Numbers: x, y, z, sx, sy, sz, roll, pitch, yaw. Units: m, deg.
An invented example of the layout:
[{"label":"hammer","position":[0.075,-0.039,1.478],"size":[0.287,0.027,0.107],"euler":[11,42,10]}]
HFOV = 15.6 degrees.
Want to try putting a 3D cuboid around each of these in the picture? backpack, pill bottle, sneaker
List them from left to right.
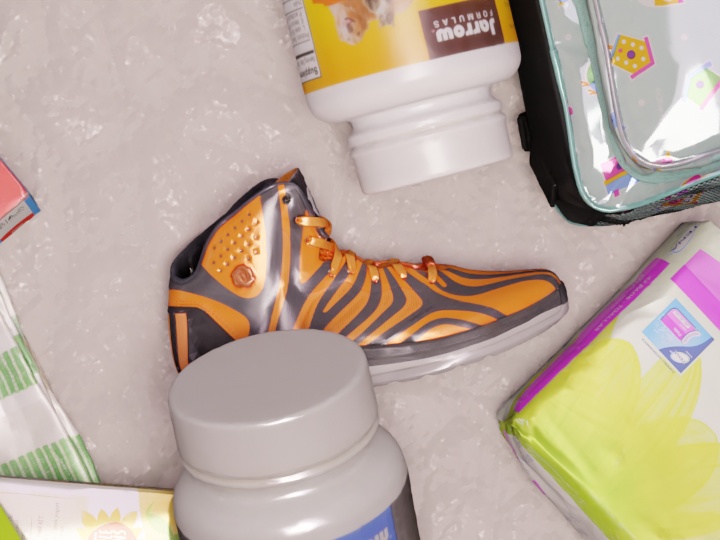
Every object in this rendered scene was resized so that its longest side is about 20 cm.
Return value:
[{"label":"pill bottle","position":[-0.026,0.137,1.251],"size":[0.113,0.114,0.201],"euler":[-14,115,-7]},{"label":"sneaker","position":[0.000,0.000,1.303],"size":[0.199,0.078,0.113],"euler":[-13,93,-7]},{"label":"pill bottle","position":[0.014,-0.143,1.288],"size":[0.109,0.109,0.201],"euler":[-14,92,-7]},{"label":"backpack","position":[0.181,-0.123,1.291],"size":[0.199,0.153,0.177],"euler":[-12,86,-13]}]

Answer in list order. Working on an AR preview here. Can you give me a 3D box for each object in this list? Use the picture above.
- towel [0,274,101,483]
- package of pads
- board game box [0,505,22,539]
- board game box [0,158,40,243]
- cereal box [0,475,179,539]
[{"label":"towel","position":[-0.218,0.089,1.304],"size":[0.152,0.023,0.201],"euler":[-27,94,-5]},{"label":"package of pads","position":[0.182,0.098,1.330],"size":[0.154,0.068,0.200],"euler":[-44,95,-5]},{"label":"board game box","position":[-0.262,0.143,1.203],"size":[0.199,0.045,0.135],"euler":[-31,85,-23]},{"label":"board game box","position":[-0.292,-0.044,1.266],"size":[0.196,0.056,0.200],"euler":[-41,88,-6]},{"label":"cereal box","position":[-0.182,0.170,1.277],"size":[0.199,0.040,0.145],"euler":[6,88,-4]}]
